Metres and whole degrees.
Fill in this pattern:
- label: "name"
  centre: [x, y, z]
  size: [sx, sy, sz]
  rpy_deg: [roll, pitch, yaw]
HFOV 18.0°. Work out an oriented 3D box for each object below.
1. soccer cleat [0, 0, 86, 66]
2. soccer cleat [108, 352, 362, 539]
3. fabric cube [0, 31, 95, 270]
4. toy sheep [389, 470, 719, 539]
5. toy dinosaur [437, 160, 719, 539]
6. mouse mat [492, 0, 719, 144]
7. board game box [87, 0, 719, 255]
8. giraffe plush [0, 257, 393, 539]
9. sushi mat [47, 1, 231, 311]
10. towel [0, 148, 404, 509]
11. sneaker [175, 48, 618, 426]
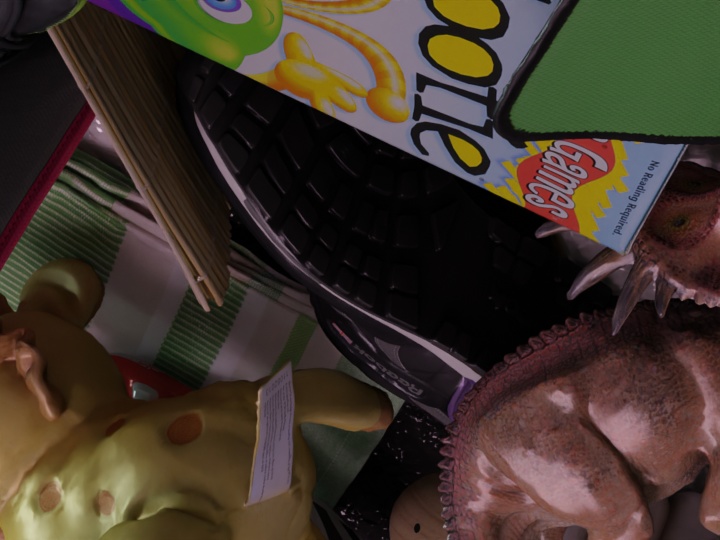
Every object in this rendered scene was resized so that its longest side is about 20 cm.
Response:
- label: "soccer cleat"
  centre: [-0.108, -0.070, 0.571]
  size: [0.081, 0.068, 0.200]
  rpy_deg: [25, 137, 0]
- label: "soccer cleat"
  centre: [-0.043, 0.110, 0.920]
  size: [0.200, 0.085, 0.069]
  rpy_deg: [44, 102, -1]
- label: "fabric cube"
  centre: [-0.226, -0.078, 0.717]
  size: [0.198, 0.197, 0.200]
  rpy_deg: [0, 138, 36]
- label: "toy sheep"
  centre: [0.097, 0.140, 0.844]
  size: [0.199, 0.138, 0.138]
  rpy_deg: [31, 145, 0]
- label: "toy dinosaur"
  centre: [0.080, 0.038, 0.713]
  size: [0.136, 0.200, 0.086]
  rpy_deg: [52, -177, -27]
- label: "mouse mat"
  centre: [0.140, -0.080, 0.512]
  size: [0.199, 0.008, 0.161]
  rpy_deg: [-1, 143, -29]
- label: "board game box"
  centre: [0.010, -0.109, 0.600]
  size: [0.199, 0.105, 0.103]
  rpy_deg: [25, 145, 3]
- label: "giraffe plush"
  centre: [-0.102, 0.085, 0.814]
  size: [0.162, 0.172, 0.201]
  rpy_deg: [27, 117, 28]
- label: "sushi mat"
  centre: [-0.083, -0.086, 0.704]
  size: [0.012, 0.096, 0.200]
  rpy_deg: [-17, 131, 11]
- label: "towel"
  centre: [-0.080, 0.019, 0.897]
  size: [0.199, 0.023, 0.153]
  rpy_deg: [27, 146, -3]
- label: "sneaker"
  centre: [0.000, 0.000, 0.778]
  size: [0.200, 0.076, 0.087]
  rpy_deg: [42, 148, -21]
